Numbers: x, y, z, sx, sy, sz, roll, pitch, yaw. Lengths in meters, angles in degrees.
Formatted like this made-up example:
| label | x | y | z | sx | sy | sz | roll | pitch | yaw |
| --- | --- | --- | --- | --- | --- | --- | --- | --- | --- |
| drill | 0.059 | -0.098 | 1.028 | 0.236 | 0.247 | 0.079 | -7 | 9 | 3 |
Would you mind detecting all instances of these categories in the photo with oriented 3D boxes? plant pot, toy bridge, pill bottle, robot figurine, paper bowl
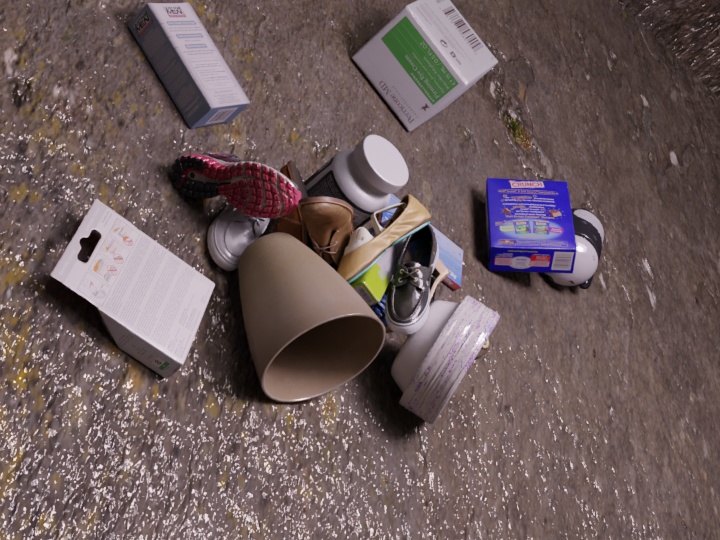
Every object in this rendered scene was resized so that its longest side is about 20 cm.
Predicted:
| label | x | y | z | sx | sy | sz | roll | pitch | yaw |
| --- | --- | --- | --- | --- | --- | --- | --- | --- | --- |
| plant pot | -0.093 | 0.050 | 1.498 | 0.187 | 0.187 | 0.200 | 8 | 40 | -46 |
| toy bridge | 0.065 | 0.052 | 1.651 | 0.200 | 0.027 | 0.067 | -33 | 75 | -21 |
| pill bottle | -0.025 | -0.119 | 1.680 | 0.116 | 0.200 | 0.117 | 29 | 42 | -30 |
| robot figurine | 0.444 | -0.052 | 2.242 | 0.150 | 0.125 | 0.200 | 25 | 37 | 2 |
| paper bowl | 0.122 | 0.128 | 1.643 | 0.104 | 0.201 | 0.201 | 31 | 34 | 8 |

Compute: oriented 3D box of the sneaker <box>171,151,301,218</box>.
| label | x | y | z | sx | sy | sz | roll | pitch | yaw |
| --- | --- | --- | --- | --- | --- | --- | --- | --- | --- |
| sneaker | -0.174 | -0.135 | 1.555 | 0.200 | 0.081 | 0.075 | 19 | 23 | 20 |

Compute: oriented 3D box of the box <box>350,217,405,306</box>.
| label | x | y | z | sx | sy | sz | roll | pitch | yaw |
| --- | --- | --- | --- | --- | --- | --- | --- | --- | --- |
| box | 0.000 | 0.000 | 1.672 | 0.048 | 0.122 | 0.200 | 53 | 34 | -17 |

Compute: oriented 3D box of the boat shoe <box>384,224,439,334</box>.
| label | x | y | z | sx | sy | sz | roll | pitch | yaw |
| --- | --- | --- | --- | --- | --- | --- | --- | --- | --- |
| boat shoe | 0.077 | 0.009 | 1.614 | 0.057 | 0.068 | 0.200 | 81 | 18 | -44 |

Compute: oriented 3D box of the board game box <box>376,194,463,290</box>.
| label | x | y | z | sx | sy | sz | roll | pitch | yaw |
| --- | --- | --- | --- | --- | --- | --- | --- | --- | --- |
| board game box | 0.110 | -0.055 | 1.941 | 0.200 | 0.019 | 0.103 | 37 | 36 | -22 |

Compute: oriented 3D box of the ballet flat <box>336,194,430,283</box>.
| label | x | y | z | sx | sy | sz | roll | pitch | yaw |
| --- | --- | --- | --- | --- | --- | --- | --- | --- | --- |
| ballet flat | 0.022 | -0.049 | 1.588 | 0.200 | 0.069 | 0.063 | -37 | 96 | -34 |

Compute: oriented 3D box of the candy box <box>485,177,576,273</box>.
| label | x | y | z | sx | sy | sz | roll | pitch | yaw |
| --- | --- | --- | --- | --- | --- | --- | --- | --- | --- |
| candy box | 0.334 | -0.091 | 2.115 | 0.169 | 0.077 | 0.200 | 2 | 47 | 2 |

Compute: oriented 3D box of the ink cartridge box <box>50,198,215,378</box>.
| label | x | y | z | sx | sy | sz | roll | pitch | yaw |
| --- | --- | --- | --- | --- | --- | --- | --- | --- | --- |
| ink cartridge box | -0.296 | 0.023 | 1.379 | 0.200 | 0.050 | 0.161 | 36 | 38 | -18 |

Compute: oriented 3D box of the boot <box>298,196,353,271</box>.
| label | x | y | z | sx | sy | sz | roll | pitch | yaw |
| --- | --- | --- | --- | --- | --- | --- | --- | --- | --- |
| boot | -0.045 | -0.051 | 1.563 | 0.200 | 0.073 | 0.076 | 61 | 30 | -68 |

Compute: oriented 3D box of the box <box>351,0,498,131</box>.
| label | x | y | z | sx | sy | sz | roll | pitch | yaw |
| --- | --- | --- | --- | --- | --- | --- | --- | --- | --- |
| box | 0.132 | -0.427 | 2.159 | 0.199 | 0.171 | 0.200 | 51 | 35 | -2 |

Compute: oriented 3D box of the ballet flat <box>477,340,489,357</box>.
| label | x | y | z | sx | sy | sz | roll | pitch | yaw |
| --- | --- | --- | --- | --- | --- | --- | --- | --- | --- |
| ballet flat | 0.160 | 0.107 | 1.834 | 0.200 | 0.046 | 0.068 | 19 | 47 | -39 |

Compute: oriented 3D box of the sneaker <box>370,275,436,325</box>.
| label | x | y | z | sx | sy | sz | roll | pitch | yaw |
| --- | --- | --- | --- | --- | --- | --- | --- | --- | --- |
| sneaker | 0.052 | 0.047 | 1.702 | 0.200 | 0.111 | 0.077 | -23 | 78 | -55 |

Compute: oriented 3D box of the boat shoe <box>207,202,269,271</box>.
| label | x | y | z | sx | sy | sz | roll | pitch | yaw |
| --- | --- | --- | --- | --- | --- | --- | --- | --- | --- |
| boat shoe | -0.167 | -0.078 | 1.593 | 0.072 | 0.068 | 0.200 | 44 | 35 | -13 |

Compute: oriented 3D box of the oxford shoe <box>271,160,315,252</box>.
| label | x | y | z | sx | sy | sz | roll | pitch | yaw |
| --- | --- | --- | --- | --- | --- | --- | --- | --- | --- |
| oxford shoe | -0.106 | -0.067 | 1.615 | 0.071 | 0.071 | 0.201 | 21 | 60 | -77 |

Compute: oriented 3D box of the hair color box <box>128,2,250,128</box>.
| label | x | y | z | sx | sy | sz | roll | pitch | yaw |
| --- | --- | --- | --- | --- | --- | --- | --- | --- | --- |
| hair color box | -0.272 | -0.329 | 1.697 | 0.099 | 0.061 | 0.200 | -21 | 78 | -55 |
